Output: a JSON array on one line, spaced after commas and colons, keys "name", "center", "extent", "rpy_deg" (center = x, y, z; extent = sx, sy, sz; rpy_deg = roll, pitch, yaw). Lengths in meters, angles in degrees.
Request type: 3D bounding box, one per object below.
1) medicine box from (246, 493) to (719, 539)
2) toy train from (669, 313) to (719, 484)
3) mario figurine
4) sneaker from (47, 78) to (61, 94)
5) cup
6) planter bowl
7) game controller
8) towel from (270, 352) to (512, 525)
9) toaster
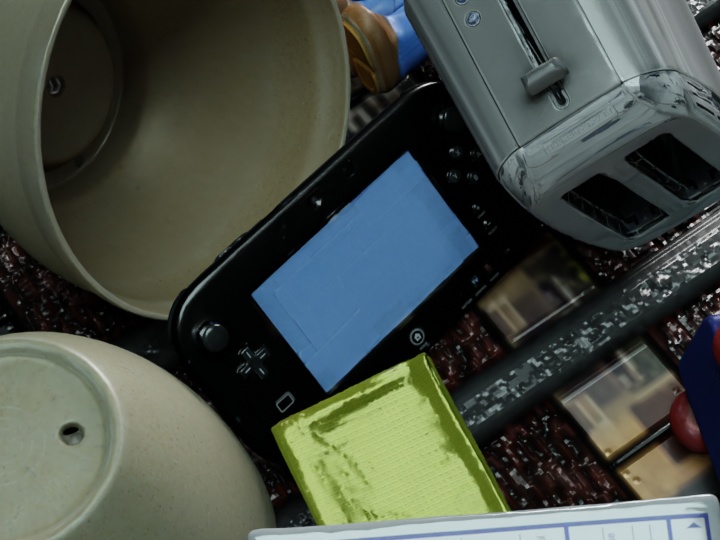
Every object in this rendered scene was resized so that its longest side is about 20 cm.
[{"name": "medicine box", "center": [0.057, 0.198, 0.815], "extent": [0.199, 0.103, 0.183], "rpy_deg": [-5, 70, 1]}, {"name": "toy train", "center": [0.226, 0.110, 0.890], "extent": [0.115, 0.085, 0.200], "rpy_deg": [-8, 60, -15]}, {"name": "mario figurine", "center": [0.062, -0.183, 1.047], "extent": [0.200, 0.106, 0.124], "rpy_deg": [-33, 62, -12]}, {"name": "sneaker", "center": [-0.220, -0.115, 1.051], "extent": [0.118, 0.074, 0.200], "rpy_deg": [15, 46, 36]}, {"name": "cup", "center": [-0.142, 0.106, 0.880], "extent": [0.200, 0.143, 0.201], "rpy_deg": [-2, 60, 3]}, {"name": "planter bowl", "center": [-0.121, -0.085, 0.972], "extent": [0.135, 0.200, 0.200], "rpy_deg": [13, 59, 41]}, {"name": "game controller", "center": [0.000, 0.000, 0.963], "extent": [0.200, 0.042, 0.104], "rpy_deg": [-43, 99, -19]}, {"name": "towel", "center": [0.038, 0.140, 0.900], "extent": [0.086, 0.018, 0.200], "rpy_deg": [-24, 71, -10]}, {"name": "toaster", "center": [0.112, -0.092, 0.961], "extent": [0.113, 0.200, 0.129], "rpy_deg": [-30, 66, 18]}]
